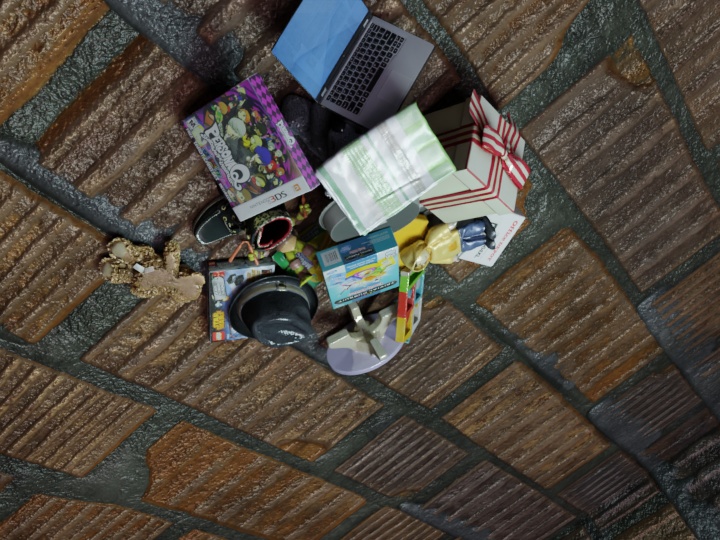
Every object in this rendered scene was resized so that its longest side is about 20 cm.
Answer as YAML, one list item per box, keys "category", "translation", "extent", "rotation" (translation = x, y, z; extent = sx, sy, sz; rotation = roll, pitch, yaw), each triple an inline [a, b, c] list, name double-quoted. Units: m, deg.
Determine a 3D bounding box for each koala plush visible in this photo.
- category: "koala plush"
  translation: [-0.016, -0.225, 1.226]
  extent: [0.177, 0.200, 0.184]
  rotation: [-30, 134, 2]

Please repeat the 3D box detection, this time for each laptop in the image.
- category: "laptop"
  translation: [-0.006, -0.357, 1.124]
  extent: [0.188, 0.199, 0.116]
  rotation: [-60, 171, -9]

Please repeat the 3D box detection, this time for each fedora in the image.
- category: "fedora"
  translation: [-0.173, 0.104, 1.460]
  extent: [0.199, 0.092, 0.201]
  rotation: [-13, 133, -14]

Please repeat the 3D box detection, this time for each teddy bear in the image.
- category: "teddy bear"
  translation: [-0.404, -0.003, 1.353]
  extent: [0.199, 0.067, 0.146]
  rotation: [5, 117, -19]

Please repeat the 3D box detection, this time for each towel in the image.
- category: "towel"
  translation: [0.043, -0.163, 1.144]
  extent: [0.199, 0.031, 0.149]
  rotation: [-33, 119, 9]

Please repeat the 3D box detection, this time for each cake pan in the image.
- category: "cake pan"
  translation: [0.023, -0.103, 1.279]
  extent: [0.199, 0.037, 0.200]
  rotation: [-16, 162, -5]

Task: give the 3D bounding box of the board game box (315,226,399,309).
- category: "board game box"
  translation: [0.000, 0.000, 1.381]
  extent: [0.150, 0.047, 0.200]
  rotation: [-19, 157, -4]

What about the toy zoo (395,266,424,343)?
- category: "toy zoo"
  translation: [0.112, 0.074, 1.566]
  extent: [0.020, 0.131, 0.201]
  rotation: [11, 113, 19]

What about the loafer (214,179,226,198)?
- category: "loafer"
  translation: [-0.219, -0.225, 1.238]
  extent: [0.071, 0.073, 0.201]
  rotation: [-13, 136, -30]

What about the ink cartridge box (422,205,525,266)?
- category: "ink cartridge box"
  translation: [0.238, -0.104, 1.521]
  extent: [0.199, 0.084, 0.146]
  rotation: [12, 123, -31]

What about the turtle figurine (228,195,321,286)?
- category: "turtle figurine"
  translation: [-0.151, -0.047, 1.386]
  extent: [0.200, 0.064, 0.161]
  rotation: [-44, 89, -1]

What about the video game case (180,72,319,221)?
- category: "video game case"
  translation: [-0.184, -0.196, 1.146]
  extent: [0.181, 0.036, 0.201]
  rotation: [-17, 109, 38]

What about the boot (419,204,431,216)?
- category: "boot"
  translation: [0.068, -0.174, 1.408]
  extent: [0.182, 0.073, 0.200]
  rotation: [-43, 125, 13]

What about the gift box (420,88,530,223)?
- category: "gift box"
  translation: [0.201, -0.221, 1.313]
  extent: [0.186, 0.201, 0.184]
  rotation: [-7, 156, 44]

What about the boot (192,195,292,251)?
- category: "boot"
  translation: [-0.219, -0.084, 1.288]
  extent: [0.203, 0.154, 0.074]
  rotation: [-31, 129, 5]

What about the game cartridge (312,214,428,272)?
- category: "game cartridge"
  translation: [0.024, -0.059, 1.433]
  extent: [0.199, 0.033, 0.177]
  rotation: [8, 131, -32]

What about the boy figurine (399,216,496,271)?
- category: "boy figurine"
  translation: [0.179, -0.056, 1.436]
  extent: [0.199, 0.065, 0.125]
  rotation: [-17, 140, -11]

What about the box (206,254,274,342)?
- category: "box"
  translation: [-0.257, 0.062, 1.479]
  extent: [0.136, 0.040, 0.201]
  rotation: [-7, 131, -20]

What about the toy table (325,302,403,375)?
- category: "toy table"
  translation: [0.011, 0.148, 1.588]
  extent: [0.200, 0.184, 0.117]
  rotation: [-37, 152, -15]

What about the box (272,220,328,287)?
- category: "box"
  translation: [-0.076, -0.046, 1.462]
  extent: [0.199, 0.048, 0.117]
  rotation: [-33, 134, 9]
